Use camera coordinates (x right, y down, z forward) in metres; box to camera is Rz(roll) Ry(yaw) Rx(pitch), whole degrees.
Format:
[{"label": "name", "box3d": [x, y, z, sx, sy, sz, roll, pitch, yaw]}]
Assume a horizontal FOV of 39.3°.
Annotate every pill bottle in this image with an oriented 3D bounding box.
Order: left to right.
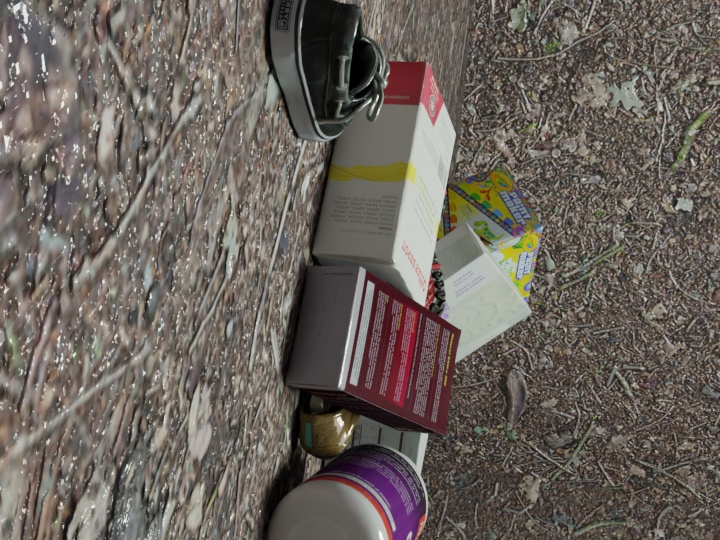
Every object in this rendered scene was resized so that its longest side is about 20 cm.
[{"label": "pill bottle", "box3d": [-0.002, 0.229, 0.939, 0.200, 0.111, 0.114, -14, 113, -70]}]

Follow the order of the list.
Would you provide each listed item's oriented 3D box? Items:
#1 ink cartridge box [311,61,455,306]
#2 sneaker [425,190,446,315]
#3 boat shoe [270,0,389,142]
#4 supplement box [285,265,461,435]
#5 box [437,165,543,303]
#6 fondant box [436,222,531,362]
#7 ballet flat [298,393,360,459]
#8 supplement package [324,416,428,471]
[{"label": "ink cartridge box", "box3d": [0.027, -0.077, 0.972, 0.145, 0.082, 0.203, 55, 43, -64]}, {"label": "sneaker", "box3d": [0.041, -0.035, 1.111, 0.095, 0.078, 0.204, 166, -74, -66]}, {"label": "boat shoe", "box3d": [-0.014, -0.141, 0.721, 0.200, 0.067, 0.075, 73, 27, -74]}, {"label": "supplement box", "box3d": [0.019, 0.078, 0.932, 0.199, 0.060, 0.110, 33, 63, -51]}, {"label": "box", "box3d": [0.136, -0.012, 1.416, 0.201, 0.190, 0.123, 89, -21, -53]}, {"label": "fondant box", "box3d": [0.124, 0.038, 1.314, 0.200, 0.143, 0.059, 43, 16, -53]}, {"label": "ballet flat", "box3d": [-0.013, 0.089, 0.992, 0.201, 0.067, 0.073, -61, 148, -38]}, {"label": "supplement package", "box3d": [0.027, 0.193, 1.236, 0.201, 0.109, 0.158, -69, 166, -63]}]
